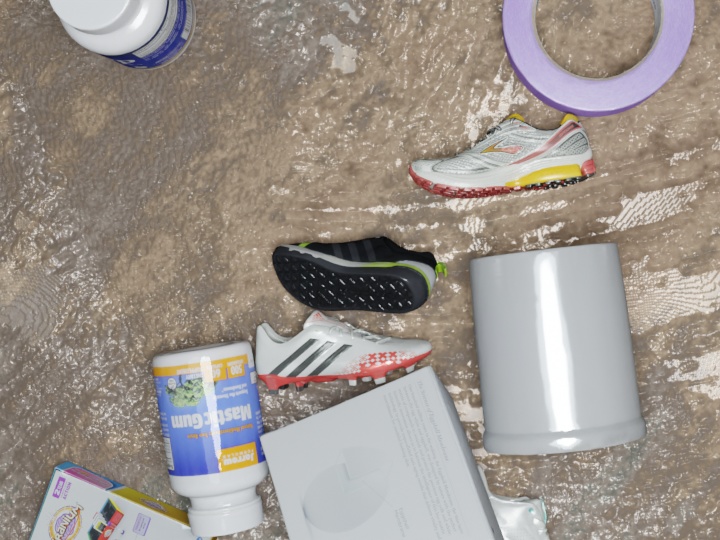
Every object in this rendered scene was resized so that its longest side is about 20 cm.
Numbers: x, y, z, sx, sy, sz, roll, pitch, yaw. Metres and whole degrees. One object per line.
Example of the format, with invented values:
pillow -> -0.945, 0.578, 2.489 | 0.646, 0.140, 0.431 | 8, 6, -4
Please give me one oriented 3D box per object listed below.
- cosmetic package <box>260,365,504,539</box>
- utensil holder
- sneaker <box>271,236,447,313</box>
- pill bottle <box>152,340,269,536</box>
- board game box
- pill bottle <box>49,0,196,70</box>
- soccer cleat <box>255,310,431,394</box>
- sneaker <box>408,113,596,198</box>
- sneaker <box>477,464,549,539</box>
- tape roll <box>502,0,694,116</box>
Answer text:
cosmetic package -> 0.028, 0.240, 1.303 | 0.199, 0.123, 0.200 | -23, 63, 8
utensil holder -> 0.201, 0.079, 1.290 | 0.169, 0.170, 0.201 | -6, 88, 7
sneaker -> 0.000, 0.000, 1.367 | 0.199, 0.083, 0.072 | 11, 128, 25
pill bottle -> -0.160, 0.184, 1.362 | 0.111, 0.112, 0.201 | -9, 90, 7
board game box -> -0.279, 0.328, 1.416 | 0.199, 0.040, 0.154 | 22, 94, 6
pill bottle -> -0.255, -0.284, 1.315 | 0.119, 0.200, 0.121 | 0, 91, 7
soccer cleat -> -0.022, 0.083, 1.366 | 0.199, 0.069, 0.086 | -9, 94, 12
sneaker -> 0.150, -0.123, 1.340 | 0.199, 0.078, 0.083 | -8, 87, -2
sneaker -> 0.183, 0.293, 1.345 | 0.200, 0.075, 0.089 | 37, 90, 7
tape roll -> 0.251, -0.267, 1.323 | 0.199, 0.066, 0.202 | 0, 92, 8
